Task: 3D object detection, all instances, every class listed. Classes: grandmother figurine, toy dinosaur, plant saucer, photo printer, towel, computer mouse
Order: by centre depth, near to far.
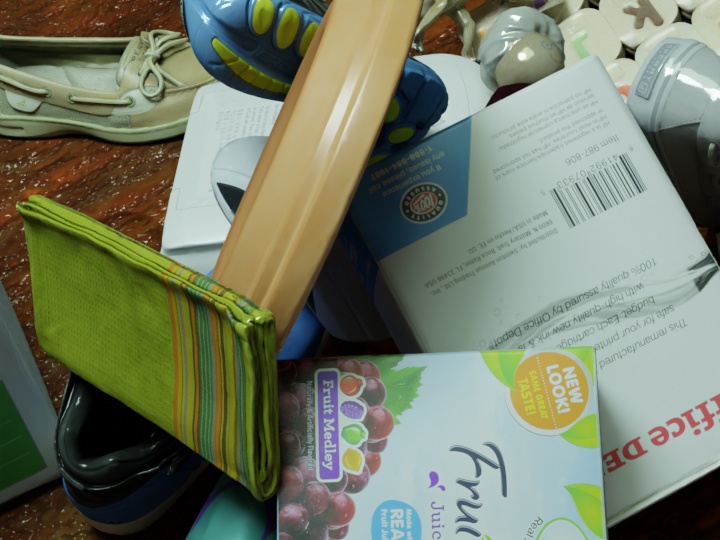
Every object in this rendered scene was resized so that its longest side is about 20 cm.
[{"bbox_3d":[-0.100,0.030,0.828,0.018,0.087,0.200,-16,26,-35],"label":"towel"},{"bbox_3d":[-0.027,-0.045,0.832,0.037,0.200,0.201,22,46,-6],"label":"plant saucer"},{"bbox_3d":[0.000,0.000,0.954,0.200,0.044,0.110,48,48,6],"label":"computer mouse"},{"bbox_3d":[0.107,-0.061,1.017,0.060,0.121,0.201,-23,57,22],"label":"grandmother figurine"},{"bbox_3d":[-0.008,-0.053,1.082,0.199,0.070,0.167,-7,43,12],"label":"photo printer"},{"bbox_3d":[0.079,-0.191,1.132,0.200,0.058,0.101,-36,50,1],"label":"toy dinosaur"}]

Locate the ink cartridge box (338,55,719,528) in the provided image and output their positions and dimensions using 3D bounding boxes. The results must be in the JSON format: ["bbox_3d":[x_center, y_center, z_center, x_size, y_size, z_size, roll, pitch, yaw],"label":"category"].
[{"bbox_3d":[0.094,0.023,0.880,0.144,0.084,0.201,-26,78,-8],"label":"ink cartridge box"}]

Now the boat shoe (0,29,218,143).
[{"bbox_3d":[-0.172,-0.132,1.229,0.200,0.063,0.073,2,45,21],"label":"boat shoe"}]

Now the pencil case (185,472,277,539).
[{"bbox_3d":[-0.057,0.176,0.839,0.085,0.092,0.200,-40,16,52],"label":"pencil case"}]

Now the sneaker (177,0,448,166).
[{"bbox_3d":[-0.023,-0.114,0.957,0.071,0.199,0.083,-43,52,17],"label":"sneaker"}]

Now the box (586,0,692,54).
[{"bbox_3d":[0.223,-0.217,1.194,0.198,0.050,0.200,9,49,28],"label":"box"}]

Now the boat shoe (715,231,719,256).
[{"bbox_3d":[0.253,0.009,0.918,0.073,0.068,0.199,-11,10,-32],"label":"boat shoe"}]

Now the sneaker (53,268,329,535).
[{"bbox_3d":[-0.081,0.043,0.941,0.077,0.111,0.200,40,75,14],"label":"sneaker"}]

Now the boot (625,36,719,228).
[{"bbox_3d":[0.204,-0.051,0.936,0.095,0.200,0.074,29,91,27],"label":"boot"}]

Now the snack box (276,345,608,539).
[{"bbox_3d":[0.036,0.137,0.785,0.141,0.053,0.201,-3,77,2],"label":"snack box"}]

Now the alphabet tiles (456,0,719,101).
[{"bbox_3d":[0.161,-0.173,1.126,0.199,0.015,0.196,-32,51,3],"label":"alphabet tiles"}]

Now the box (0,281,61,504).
[{"bbox_3d":[-0.294,0.040,1.003,0.198,0.172,0.200,-26,42,-9],"label":"box"}]
